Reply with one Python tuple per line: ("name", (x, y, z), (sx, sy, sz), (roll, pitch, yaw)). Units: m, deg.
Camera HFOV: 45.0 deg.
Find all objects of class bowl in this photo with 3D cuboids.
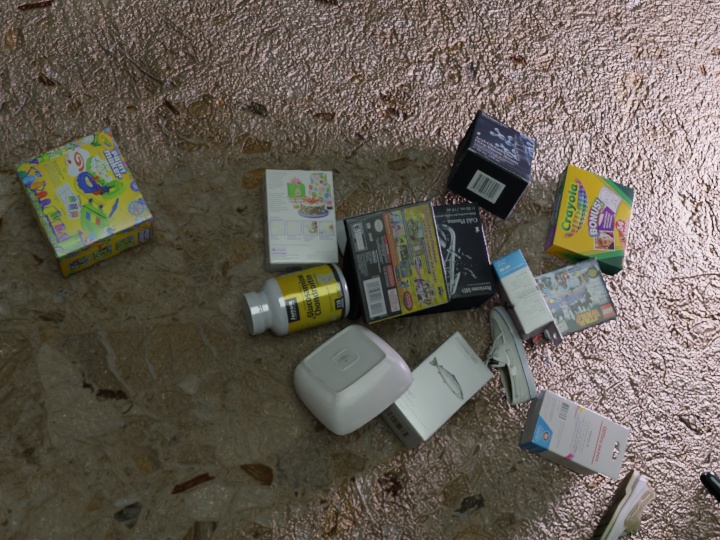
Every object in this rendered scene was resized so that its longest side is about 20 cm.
("bowl", (-0.021, 0.190, 1.645), (0.198, 0.076, 0.199), (-33, 42, -18))

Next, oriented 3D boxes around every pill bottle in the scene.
("pill bottle", (-0.127, 0.062, 1.700), (0.196, 0.112, 0.114), (-15, 76, -18))

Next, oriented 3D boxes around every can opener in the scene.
("can opener", (0.790, 0.501, 1.815), (0.078, 0.063, 0.201), (-36, 84, -21))

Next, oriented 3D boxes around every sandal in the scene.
("sandal", (-0.001, 0.000, 1.729), (0.047, 0.204, 0.075), (-14, 38, -37))

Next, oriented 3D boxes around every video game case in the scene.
("video game case", (0.071, -0.017, 1.665), (0.177, 0.025, 0.205), (-14, 96, -16))

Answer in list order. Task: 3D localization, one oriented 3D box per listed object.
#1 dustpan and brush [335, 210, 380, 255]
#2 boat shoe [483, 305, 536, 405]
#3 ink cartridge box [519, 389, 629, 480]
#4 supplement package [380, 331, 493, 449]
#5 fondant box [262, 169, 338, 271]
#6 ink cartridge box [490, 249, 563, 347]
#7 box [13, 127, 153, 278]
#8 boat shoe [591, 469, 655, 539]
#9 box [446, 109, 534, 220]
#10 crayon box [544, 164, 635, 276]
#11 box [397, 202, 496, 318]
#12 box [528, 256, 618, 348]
("dustpan and brush", (0.022, -0.012, 1.775), (0.057, 0.137, 0.205), (-7, 89, -50))
("boat shoe", (0.290, 0.180, 1.795), (0.084, 0.075, 0.206), (-17, 86, -15))
("ink cartridge box", (0.437, 0.341, 1.775), (0.197, 0.068, 0.117), (25, 68, -5))
("supplement package", (0.143, 0.236, 1.708), (0.199, 0.118, 0.117), (-39, 83, -22))
("fondant box", (-0.125, -0.102, 1.784), (0.141, 0.058, 0.205), (0, 73, -14))
("ink cartridge box", (0.335, 0.072, 1.776), (0.066, 0.116, 0.203), (-24, 76, 0))
("box", (-0.523, -0.129, 1.657), (0.190, 0.122, 0.203), (-25, 79, -20))
("boat shoe", (0.529, 0.499, 1.743), (0.068, 0.075, 0.201), (37, 66, 6))
("box", (0.280, -0.228, 1.856), (0.146, 0.108, 0.201), (27, 35, -4))
("crayon box", (0.515, -0.113, 1.949), (0.169, 0.058, 0.204), (19, 69, -8))
("box", (0.154, -0.021, 1.795), (0.195, 0.124, 0.201), (-6, 76, -16))
("box", (0.433, 0.068, 1.858), (0.196, 0.040, 0.140), (-18, 77, -6))
